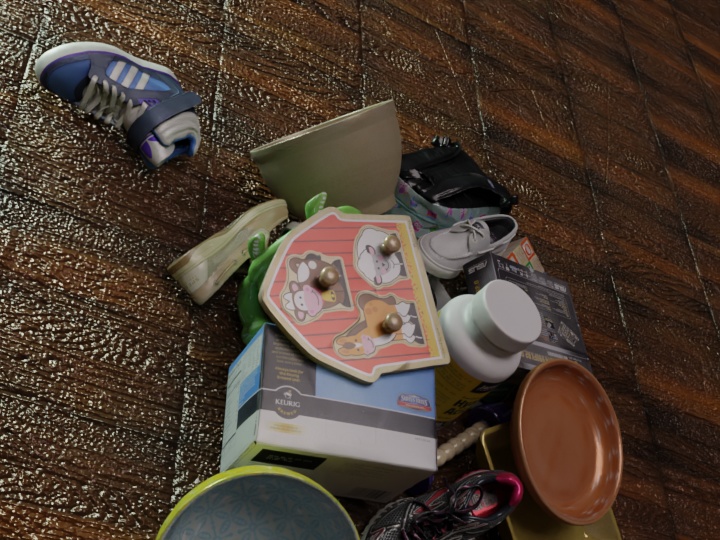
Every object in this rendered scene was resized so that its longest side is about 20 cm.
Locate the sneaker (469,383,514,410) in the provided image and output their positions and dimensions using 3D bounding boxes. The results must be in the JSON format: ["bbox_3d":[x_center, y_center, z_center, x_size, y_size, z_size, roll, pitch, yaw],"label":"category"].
[{"bbox_3d":[0.117,0.104,1.292,0.199,0.080,0.078,32,41,-12],"label":"sneaker"}]

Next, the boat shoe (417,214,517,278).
[{"bbox_3d":[0.147,-0.040,1.333,0.199,0.069,0.072,-6,53,-47],"label":"boat shoe"}]

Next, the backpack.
[{"bbox_3d":[0.107,-0.101,1.420,0.167,0.127,0.199,41,32,26],"label":"backpack"}]

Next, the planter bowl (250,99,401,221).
[{"bbox_3d":[-0.030,-0.128,1.304,0.200,0.199,0.136,-30,105,-49],"label":"planter bowl"}]

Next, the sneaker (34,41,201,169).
[{"bbox_3d":[-0.286,-0.194,1.213,0.199,0.081,0.147,4,49,-44],"label":"sneaker"}]

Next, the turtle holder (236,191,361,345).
[{"bbox_3d":[-0.059,0.012,1.122,0.185,0.141,0.132,-30,79,-14],"label":"turtle holder"}]

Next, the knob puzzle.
[{"bbox_3d":[-0.009,0.020,1.028,0.218,0.030,0.221,12,62,-22],"label":"knob puzzle"}]

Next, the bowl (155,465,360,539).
[{"bbox_3d":[-0.104,0.267,0.928,0.199,0.201,0.108,28,0,-18],"label":"bowl"}]

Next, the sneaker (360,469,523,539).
[{"bbox_3d":[0.087,0.271,1.087,0.199,0.075,0.081,-27,81,-18],"label":"sneaker"}]

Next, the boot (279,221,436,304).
[{"bbox_3d":[0.000,0.000,1.262,0.144,0.073,0.200,-26,62,-38],"label":"boot"}]

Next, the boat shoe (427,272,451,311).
[{"bbox_3d":[0.070,0.010,1.340,0.200,0.067,0.074,39,41,-8],"label":"boat shoe"}]

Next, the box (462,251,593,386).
[{"bbox_3d":[0.224,0.075,1.308,0.199,0.048,0.159,17,55,-46],"label":"box"}]

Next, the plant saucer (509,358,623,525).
[{"bbox_3d":[0.248,0.210,1.213,0.199,0.037,0.202,15,67,-38],"label":"plant saucer"}]

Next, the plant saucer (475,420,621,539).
[{"bbox_3d":[0.224,0.279,1.227,0.199,0.048,0.201,-8,78,-44],"label":"plant saucer"}]

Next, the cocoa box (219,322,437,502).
[{"bbox_3d":[-0.034,0.154,1.049,0.199,0.133,0.132,13,59,-20],"label":"cocoa box"}]

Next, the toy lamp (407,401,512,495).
[{"bbox_3d":[0.125,0.213,1.222,0.199,0.058,0.058,-24,73,-47],"label":"toy lamp"}]

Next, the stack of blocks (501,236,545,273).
[{"bbox_3d":[0.203,0.049,1.395,0.116,0.058,0.200,61,37,-10],"label":"stack of blocks"}]

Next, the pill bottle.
[{"bbox_3d":[0.117,0.098,1.160,0.111,0.200,0.112,21,46,-23],"label":"pill bottle"}]

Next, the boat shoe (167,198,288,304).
[{"bbox_3d":[-0.146,-0.024,1.196,0.065,0.072,0.200,54,41,-3],"label":"boat shoe"}]
